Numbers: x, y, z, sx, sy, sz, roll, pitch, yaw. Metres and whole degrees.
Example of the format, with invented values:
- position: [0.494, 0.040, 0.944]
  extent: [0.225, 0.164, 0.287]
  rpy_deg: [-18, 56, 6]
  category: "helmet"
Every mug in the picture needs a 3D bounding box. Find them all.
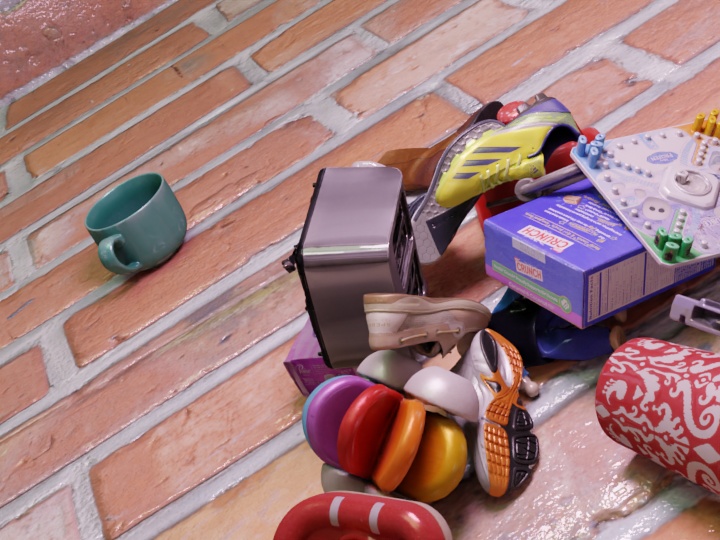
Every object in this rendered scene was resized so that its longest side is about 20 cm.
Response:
- position: [-0.373, -0.061, 2.119]
  extent: [0.185, 0.115, 0.151]
  rpy_deg: [-45, 33, -25]
  category: "mug"
- position: [0.337, 0.141, 1.194]
  extent: [0.199, 0.176, 0.135]
  rpy_deg: [17, 94, 58]
  category: "mug"

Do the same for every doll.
- position: [0.197, 0.075, 1.439]
  extent: [0.198, 0.048, 0.138]
  rpy_deg: [-8, 67, 28]
  category: "doll"

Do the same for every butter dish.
- position: [0.224, -0.156, 1.696]
  extent: [0.197, 0.149, 0.201]
  rpy_deg: [-25, 30, 10]
  category: "butter dish"

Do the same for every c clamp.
- position: [0.228, -0.101, 1.525]
  extent: [0.169, 0.027, 0.200]
  rpy_deg: [-18, -3, 8]
  category: "c clamp"

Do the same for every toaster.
- position: [0.000, 0.000, 1.485]
  extent: [0.117, 0.183, 0.201]
  rpy_deg: [-4, 37, 14]
  category: "toaster"

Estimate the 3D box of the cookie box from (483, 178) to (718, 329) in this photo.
- position: [0.263, -0.030, 1.413]
  extent: [0.198, 0.076, 0.171]
  rpy_deg: [-21, 31, -26]
  category: "cookie box"

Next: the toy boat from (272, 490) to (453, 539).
- position: [-0.013, 0.284, 1.214]
  extent: [0.198, 0.133, 0.130]
  rpy_deg: [-1, 1, 42]
  category: "toy boat"

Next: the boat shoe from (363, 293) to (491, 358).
- position: [0.073, 0.063, 1.387]
  extent: [0.071, 0.066, 0.199]
  rpy_deg: [-4, -7, 37]
  category: "boat shoe"

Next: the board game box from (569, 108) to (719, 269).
- position: [0.359, -0.096, 1.389]
  extent: [0.197, 0.026, 0.201]
  rpy_deg: [-13, 46, -20]
  category: "board game box"

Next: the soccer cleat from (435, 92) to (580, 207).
- position: [0.178, -0.133, 1.545]
  extent: [0.199, 0.065, 0.084]
  rpy_deg: [-37, 71, -10]
  category: "soccer cleat"

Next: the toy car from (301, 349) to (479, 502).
- position: [0.014, 0.169, 1.329]
  extent: [0.199, 0.149, 0.177]
  rpy_deg: [16, 83, 55]
  category: "toy car"

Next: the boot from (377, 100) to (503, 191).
- position: [0.115, -0.177, 1.941]
  extent: [0.199, 0.069, 0.189]
  rpy_deg: [-6, 44, 48]
  category: "boot"

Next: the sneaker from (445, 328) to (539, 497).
- position: [0.133, 0.165, 1.378]
  extent: [0.092, 0.075, 0.202]
  rpy_deg: [-47, 28, 37]
  category: "sneaker"

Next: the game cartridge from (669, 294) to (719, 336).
- position: [0.408, 0.068, 1.218]
  extent: [0.199, 0.128, 0.039]
  rpy_deg: [24, 102, 55]
  category: "game cartridge"

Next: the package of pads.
- position: [-0.003, 0.068, 1.625]
  extent: [0.119, 0.076, 0.201]
  rpy_deg: [-8, 36, 34]
  category: "package of pads"

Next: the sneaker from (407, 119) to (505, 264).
- position: [0.119, -0.103, 1.652]
  extent: [0.203, 0.077, 0.146]
  rpy_deg: [-55, 0, 3]
  category: "sneaker"

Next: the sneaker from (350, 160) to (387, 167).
- position: [0.009, -0.051, 1.695]
  extent: [0.077, 0.201, 0.100]
  rpy_deg: [9, 58, 20]
  category: "sneaker"

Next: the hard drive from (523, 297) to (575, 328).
- position: [0.245, -0.017, 1.547]
  extent: [0.138, 0.033, 0.201]
  rpy_deg: [-26, 39, 7]
  category: "hard drive"
